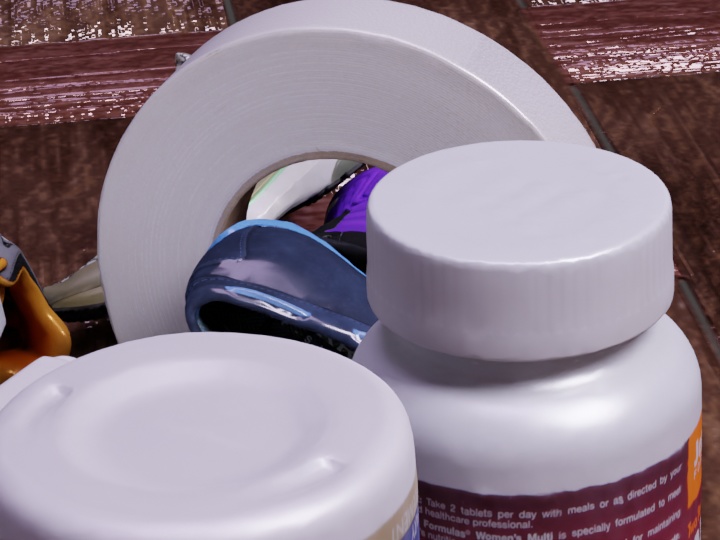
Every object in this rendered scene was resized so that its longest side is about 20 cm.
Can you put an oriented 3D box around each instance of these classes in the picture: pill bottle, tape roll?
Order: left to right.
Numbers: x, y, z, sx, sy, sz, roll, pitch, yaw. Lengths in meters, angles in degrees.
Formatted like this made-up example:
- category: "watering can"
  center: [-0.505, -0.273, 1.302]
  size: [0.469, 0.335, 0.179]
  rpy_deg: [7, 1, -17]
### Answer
- category: "pill bottle"
  center: [-0.037, 0.128, 0.678]
  size: [0.110, 0.202, 0.111]
  rpy_deg: [-2, 25, 1]
- category: "tape roll"
  center: [0.000, 0.000, 0.951]
  size: [0.201, 0.204, 0.037]
  rpy_deg: [5, 25, 16]
- category: "pill bottle"
  center: [0.051, 0.070, 0.793]
  size: [0.109, 0.202, 0.110]
  rpy_deg: [-2, 25, 1]

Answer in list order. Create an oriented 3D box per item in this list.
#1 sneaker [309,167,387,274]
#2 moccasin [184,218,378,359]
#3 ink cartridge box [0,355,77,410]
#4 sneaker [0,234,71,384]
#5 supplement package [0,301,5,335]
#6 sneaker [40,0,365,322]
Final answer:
- category: "sneaker"
  center: [-0.001, -0.001, 1.073]
  size: [0.099, 0.070, 0.200]
  rpy_deg: [-6, 14, -16]
- category: "moccasin"
  center: [0.018, 0.063, 0.909]
  size: [0.199, 0.081, 0.068]
  rpy_deg: [31, 26, 5]
- category: "ink cartridge box"
  center: [-0.105, 0.117, 0.843]
  size: [0.145, 0.085, 0.200]
  rpy_deg: [12, 30, 29]
- category: "sneaker"
  center: [-0.179, -0.005, 1.033]
  size: [0.077, 0.079, 0.200]
  rpy_deg: [26, -7, 26]
- category: "supplement package"
  center: [-0.199, 0.014, 0.852]
  size: [0.116, 0.118, 0.200]
  rpy_deg: [-11, 21, 7]
- category: "sneaker"
  center: [-0.070, -0.050, 1.141]
  size: [0.199, 0.089, 0.077]
  rpy_deg: [-35, 1, -18]
